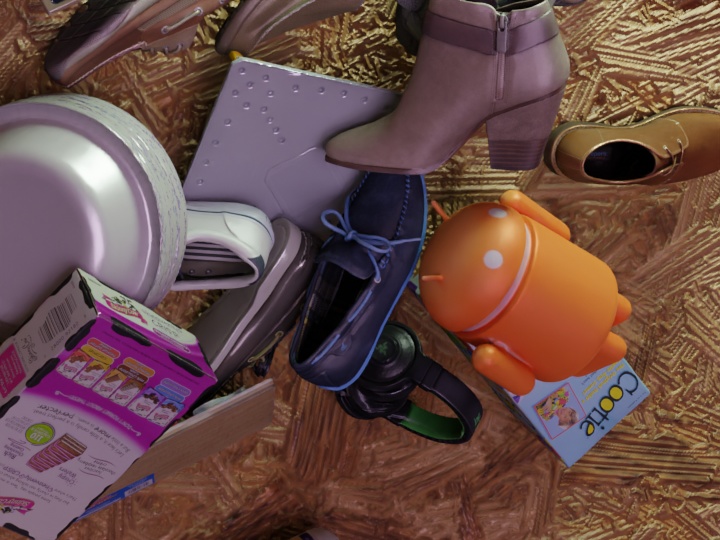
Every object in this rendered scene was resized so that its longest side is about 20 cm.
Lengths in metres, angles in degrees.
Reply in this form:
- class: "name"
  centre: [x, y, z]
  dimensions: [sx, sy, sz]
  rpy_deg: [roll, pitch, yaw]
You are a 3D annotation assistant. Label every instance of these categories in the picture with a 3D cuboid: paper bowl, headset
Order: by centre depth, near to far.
- class: "paper bowl"
  centre: [-0.243, -0.033, 1.577]
  dimensions: [0.200, 0.104, 0.201]
  rpy_deg: [3, 103, 15]
- class: "headset"
  centre: [0.008, 0.099, 1.769]
  dimensions: [0.200, 0.124, 0.094]
  rpy_deg: [31, 67, 1]

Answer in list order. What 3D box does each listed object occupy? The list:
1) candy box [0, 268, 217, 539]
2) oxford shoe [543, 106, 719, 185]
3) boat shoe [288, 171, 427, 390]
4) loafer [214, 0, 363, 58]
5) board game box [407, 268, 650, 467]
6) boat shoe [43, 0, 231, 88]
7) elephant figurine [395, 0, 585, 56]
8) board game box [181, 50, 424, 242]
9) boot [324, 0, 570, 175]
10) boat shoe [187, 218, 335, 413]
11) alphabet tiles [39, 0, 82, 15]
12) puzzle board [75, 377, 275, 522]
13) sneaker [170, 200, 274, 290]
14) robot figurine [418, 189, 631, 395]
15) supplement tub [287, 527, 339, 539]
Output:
- class: "candy box"
  centre: [-0.228, 0.108, 1.551]
  dimensions: [0.200, 0.061, 0.136]
  rpy_deg: [-44, 135, 12]
- class: "oxford shoe"
  centre: [0.269, -0.102, 1.824]
  dimensions: [0.200, 0.071, 0.072]
  rpy_deg: [-9, 110, -20]
- class: "boat shoe"
  centre: [0.000, 0.000, 1.658]
  dimensions: [0.069, 0.084, 0.201]
  rpy_deg: [21, 82, -53]
- class: "loafer"
  centre: [-0.032, -0.231, 1.649]
  dimensions: [0.200, 0.076, 0.067]
  rpy_deg: [-40, 97, -4]
- class: "board game box"
  centre: [0.149, 0.060, 1.815]
  dimensions: [0.105, 0.103, 0.200]
  rpy_deg: [-41, 117, -4]
- class: "boat shoe"
  centre: [-0.160, -0.203, 1.617]
  dimensions: [0.200, 0.076, 0.072]
  rpy_deg: [-37, 120, -4]
- class: "elephant figurine"
  centre: [0.125, -0.249, 1.692]
  dimensions: [0.141, 0.155, 0.200]
  rpy_deg: [42, 82, 0]
- class: "board game box"
  centre: [-0.049, -0.080, 1.698]
  dimensions: [0.200, 0.026, 0.200]
  rpy_deg: [10, 124, -24]
- class: "boot"
  centre: [0.066, -0.153, 1.613]
  dimensions: [0.199, 0.070, 0.147]
  rpy_deg: [0, 116, 7]
- class: "boat shoe"
  centre: [-0.096, 0.048, 1.721]
  dimensions: [0.060, 0.072, 0.202]
  rpy_deg: [26, 111, -31]
- class: "alphabet tiles"
  centre: [-0.242, -0.273, 1.534]
  dimensions: [0.200, 0.008, 0.167]
  rpy_deg: [-27, 74, -10]
- class: "puzzle board"
  centre: [-0.165, 0.152, 1.718]
  dimensions: [0.200, 0.151, 0.017]
  rpy_deg: [-26, 77, -11]
- class: "sneaker"
  centre: [-0.171, -0.021, 1.649]
  dimensions: [0.199, 0.071, 0.073]
  rpy_deg: [-2, 123, 2]
- class: "robot figurine"
  centre: [0.131, 0.019, 1.670]
  dimensions: [0.200, 0.117, 0.144]
  rpy_deg: [29, 94, -26]
- class: "supplement tub"
  centre: [-0.090, 0.329, 1.795]
  dimensions: [0.200, 0.145, 0.146]
  rpy_deg: [-24, 116, -12]
